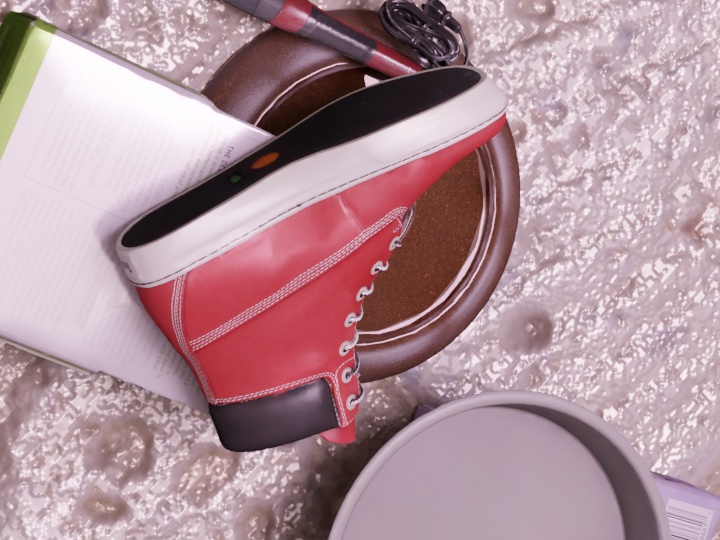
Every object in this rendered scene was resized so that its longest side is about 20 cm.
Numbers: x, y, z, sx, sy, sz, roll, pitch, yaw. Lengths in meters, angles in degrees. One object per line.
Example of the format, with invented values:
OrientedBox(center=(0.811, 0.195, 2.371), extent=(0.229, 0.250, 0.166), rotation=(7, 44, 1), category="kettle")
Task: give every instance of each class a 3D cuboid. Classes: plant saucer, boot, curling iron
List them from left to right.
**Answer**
OrientedBox(center=(-0.038, -0.141, 1.088), extent=(0.198, 0.026, 0.050), rotation=(18, 56, -8), category="curling iron")
OrientedBox(center=(-0.001, -0.036, 1.124), extent=(0.198, 0.032, 0.202), rotation=(-3, 99, -19), category="plant saucer")
OrientedBox(center=(0.000, 0.000, 1.027), extent=(0.199, 0.072, 0.145), rotation=(-29, 110, -3), category="boot")

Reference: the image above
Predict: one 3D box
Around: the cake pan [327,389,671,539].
OrientedBox(center=(0.068, 0.160, 1.118), extent=(0.198, 0.037, 0.202), rotation=(-2, 97, -19), category="cake pan")

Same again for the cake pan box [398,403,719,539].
OrientedBox(center=(0.091, 0.186, 1.175), extent=(0.183, 0.052, 0.202), rotation=(16, 92, -22), category="cake pan box")

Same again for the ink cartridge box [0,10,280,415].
OrientedBox(center=(-0.109, -0.020, 1.061), extent=(0.199, 0.076, 0.149), rotation=(24, 92, -21), category="ink cartridge box")
